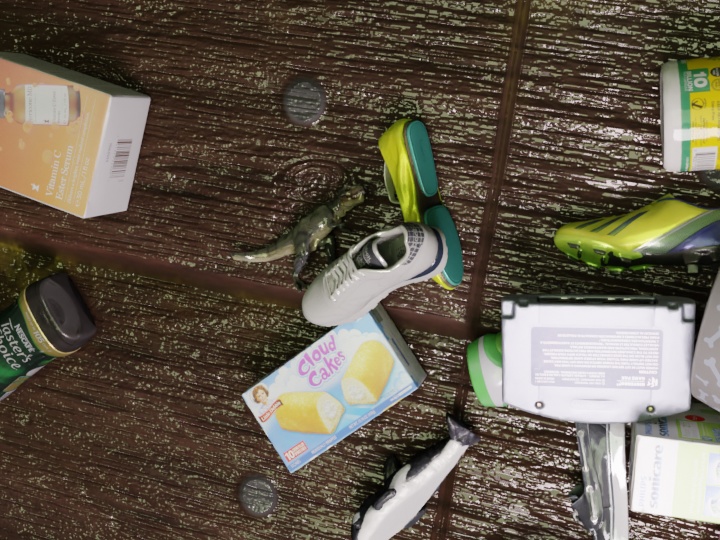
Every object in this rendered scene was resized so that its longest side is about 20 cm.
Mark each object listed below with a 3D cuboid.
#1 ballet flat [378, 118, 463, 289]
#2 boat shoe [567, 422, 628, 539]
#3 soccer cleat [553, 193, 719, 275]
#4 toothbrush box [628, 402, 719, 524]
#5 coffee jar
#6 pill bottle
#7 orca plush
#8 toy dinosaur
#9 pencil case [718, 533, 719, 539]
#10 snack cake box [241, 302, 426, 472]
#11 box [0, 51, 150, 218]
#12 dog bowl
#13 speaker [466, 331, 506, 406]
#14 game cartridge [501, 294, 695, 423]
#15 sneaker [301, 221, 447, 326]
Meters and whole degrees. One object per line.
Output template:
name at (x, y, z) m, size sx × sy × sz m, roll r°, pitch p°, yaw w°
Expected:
ballet flat at (0.066, -0.073, 1.119) m, size 0.066 × 0.066 × 0.204 m, roll -14°, pitch 92°, yaw 38°
boat shoe at (0.271, 0.265, 1.100) m, size 0.066 × 0.072 × 0.205 m, roll -2°, pitch 95°, yaw 14°
soccer cleat at (0.313, -0.043, 1.058) m, size 0.196 × 0.065 × 0.086 m, roll 2°, pitch 70°, yaw 20°
toothbrush box at (0.388, 0.203, 1.019) m, size 0.195 × 0.145 × 0.088 m, roll 4°, pitch 100°, yaw 16°
coffee jar at (-0.446, 0.090, 1.270) m, size 0.198 × 0.085 × 0.106 m, roll -32°, pitch 89°, yaw 17°
pill bottle at (0.407, -0.163, 0.976) m, size 0.195 × 0.113 × 0.116 m, roll -2°, pitch 98°, yaw 16°
orca plush at (0.049, 0.245, 1.163) m, size 0.071 × 0.104 × 0.202 m, roll 47°, pitch 113°, yaw 37°
toy dinosaur at (-0.060, -0.028, 1.166) m, size 0.198 × 0.047 × 0.089 m, roll -29°, pitch 83°, yaw 20°
pencil case at (0.489, 0.315, 1.039) m, size 0.197 × 0.087 × 0.089 m, roll 24°, pitch 104°, yaw 12°
snack cake box at (-0.032, 0.139, 1.170) m, size 0.199 × 0.067 × 0.116 m, roll -36°, pitch 89°, yaw 17°
box at (-0.385, -0.172, 1.202) m, size 0.196 × 0.106 × 0.156 m, roll 18°, pitch 103°, yaw 12°
dog bowl at (0.390, 0.052, 0.976) m, size 0.058 × 0.199 × 0.205 m, roll 18°, pitch 103°, yaw 27°
speaker at (0.222, 0.093, 1.081) m, size 0.196 × 0.088 × 0.090 m, roll -17°, pitch 94°, yaw 17°
game cartridge at (0.246, 0.093, 1.010) m, size 0.195 × 0.041 × 0.136 m, roll 1°, pitch 104°, yaw 11°
sneaker at (0.000, 0.000, 1.076) m, size 0.198 × 0.080 × 0.078 m, roll -32°, pitch 68°, yaw 28°
